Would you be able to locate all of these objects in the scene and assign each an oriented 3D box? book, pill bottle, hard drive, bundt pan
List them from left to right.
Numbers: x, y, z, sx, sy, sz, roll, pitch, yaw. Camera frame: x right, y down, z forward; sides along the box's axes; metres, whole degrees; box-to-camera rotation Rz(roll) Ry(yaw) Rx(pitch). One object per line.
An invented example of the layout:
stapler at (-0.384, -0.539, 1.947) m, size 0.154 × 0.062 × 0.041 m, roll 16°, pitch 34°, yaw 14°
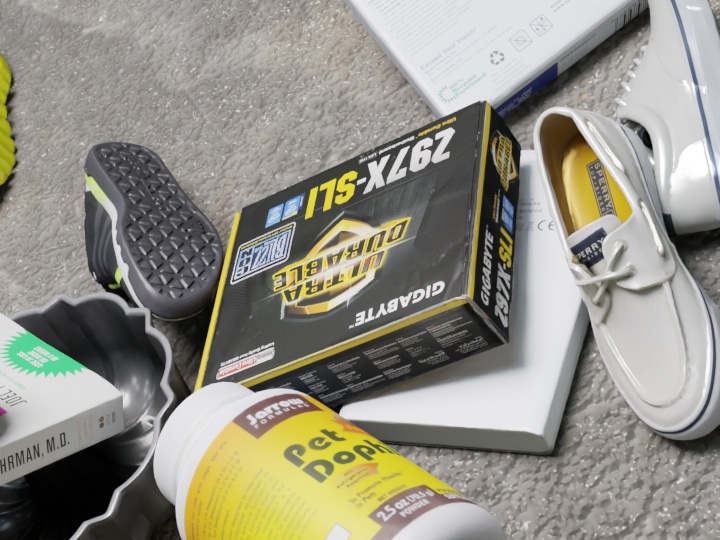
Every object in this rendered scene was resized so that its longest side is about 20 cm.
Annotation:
book at (-0.250, 0.092, 0.852) m, size 0.199 × 0.049 × 0.133 m, roll -23°, pitch 33°, yaw -39°
bundt pan at (-0.184, 0.116, 0.940) m, size 0.200 × 0.076 × 0.203 m, roll -17°, pitch 46°, yaw 18°
pill bottle at (-0.023, 0.133, 0.807) m, size 0.199 × 0.110 × 0.109 m, roll 28°, pitch 70°, yaw 42°
hard drive at (0.076, 0.012, 0.912) m, size 0.131 × 0.026 × 0.201 m, roll 0°, pitch 54°, yaw 31°

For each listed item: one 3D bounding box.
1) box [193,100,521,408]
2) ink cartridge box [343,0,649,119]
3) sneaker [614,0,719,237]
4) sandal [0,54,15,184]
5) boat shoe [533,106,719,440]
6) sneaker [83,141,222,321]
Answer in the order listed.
box at (0.000, 0.000, 0.919) m, size 0.199 × 0.049 × 0.161 m, roll -22°, pitch 39°, yaw 31°
ink cartridge box at (0.085, -0.218, 1.033) m, size 0.196 × 0.043 × 0.201 m, roll -36°, pitch 72°, yaw -2°
sneaker at (0.185, -0.107, 0.915) m, size 0.070 × 0.073 × 0.201 m, roll -13°, pitch 48°, yaw 11°
sandal at (-0.329, -0.115, 1.230) m, size 0.087 × 0.080 × 0.201 m, roll -28°, pitch 36°, yaw 11°
boat shoe at (0.139, -0.004, 0.827) m, size 0.071 × 0.069 × 0.202 m, roll -32°, pitch 57°, yaw 33°
sneaker at (-0.144, -0.011, 1.035) m, size 0.071 × 0.083 × 0.200 m, roll 3°, pitch 31°, yaw -23°
